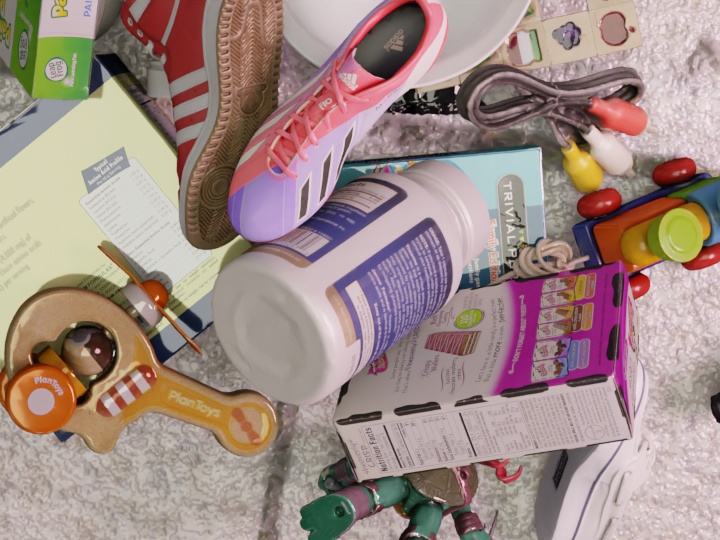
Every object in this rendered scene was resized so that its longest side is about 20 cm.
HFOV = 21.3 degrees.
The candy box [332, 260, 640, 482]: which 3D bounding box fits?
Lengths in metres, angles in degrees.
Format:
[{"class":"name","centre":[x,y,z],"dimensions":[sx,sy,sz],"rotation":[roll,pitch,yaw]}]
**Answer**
[{"class":"candy box","centre":[0.091,0.070,1.336],"dimensions":[0.200,0.136,0.061],"rotation":[-10,122,18]}]

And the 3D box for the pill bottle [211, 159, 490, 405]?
[{"class":"pill bottle","centre":[0.000,0.000,1.323],"dimensions":[0.200,0.111,0.111],"rotation":[-35,98,-41]}]

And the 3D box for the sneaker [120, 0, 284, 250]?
[{"class":"sneaker","centre":[-0.112,-0.121,1.301],"dimensions":[0.071,0.112,0.200],"rotation":[-12,122,-39]}]

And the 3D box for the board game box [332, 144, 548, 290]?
[{"class":"board game box","centre":[0.041,-0.011,1.444],"dimensions":[0.200,0.047,0.151],"rotation":[-5,97,0]}]

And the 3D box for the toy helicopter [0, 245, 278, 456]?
[{"class":"toy helicopter","centre":[-0.145,0.068,1.317],"dimensions":[0.200,0.079,0.132],"rotation":[23,87,-16]}]

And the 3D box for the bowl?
[{"class":"bowl","centre":[0.019,-0.229,1.317],"dimensions":[0.201,0.090,0.201],"rotation":[-2,102,-8]}]

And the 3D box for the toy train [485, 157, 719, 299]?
[{"class":"toy train","centre":[0.201,-0.019,1.383],"dimensions":[0.200,0.116,0.085],"rotation":[-22,96,-22]}]

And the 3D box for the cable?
[{"class":"cable","centre":[0.152,-0.114,1.378],"dimensions":[0.097,0.200,0.050],"rotation":[-52,57,13]}]

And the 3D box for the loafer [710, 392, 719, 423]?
[{"class":"loafer","centre":[0.347,0.051,1.447],"dimensions":[0.200,0.068,0.070],"rotation":[-30,88,-2]}]

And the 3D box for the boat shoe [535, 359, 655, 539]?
[{"class":"boat shoe","centre":[0.185,0.134,1.423],"dimensions":[0.065,0.074,0.200],"rotation":[4,137,-13]}]

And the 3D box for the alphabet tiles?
[{"class":"alphabet tiles","centre":[0.100,-0.241,1.365],"dimensions":[0.167,0.008,0.200],"rotation":[-11,96,9]}]

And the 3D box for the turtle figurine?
[{"class":"turtle figurine","centre":[0.038,0.169,1.405],"dimensions":[0.150,0.200,0.101],"rotation":[26,112,16]}]

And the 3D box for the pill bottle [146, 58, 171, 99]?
[{"class":"pill bottle","centre":[-0.111,-0.225,1.387],"dimensions":[0.109,0.109,0.200],"rotation":[3,97,-1]}]

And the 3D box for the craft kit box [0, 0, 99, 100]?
[{"class":"craft kit box","centre":[-0.219,-0.240,1.308],"dimensions":[0.048,0.200,0.198],"rotation":[-3,113,-23]}]

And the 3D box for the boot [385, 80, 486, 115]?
[{"class":"boot","centre":[0.075,-0.195,1.411],"dimensions":[0.198,0.073,0.163],"rotation":[1,94,7]}]

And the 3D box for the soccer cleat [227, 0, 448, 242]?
[{"class":"soccer cleat","centre":[-0.018,-0.104,1.243],"dimensions":[0.067,0.076,0.200],"rotation":[42,88,9]}]

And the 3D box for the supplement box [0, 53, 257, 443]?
[{"class":"supplement box","centre":[-0.198,-0.022,1.397],"dimensions":[0.200,0.134,0.200],"rotation":[-38,96,3]}]

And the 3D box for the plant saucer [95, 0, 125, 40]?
[{"class":"plant saucer","centre":[-0.182,-0.251,1.349],"dimensions":[0.050,0.200,0.200],"rotation":[0,97,-20]}]
